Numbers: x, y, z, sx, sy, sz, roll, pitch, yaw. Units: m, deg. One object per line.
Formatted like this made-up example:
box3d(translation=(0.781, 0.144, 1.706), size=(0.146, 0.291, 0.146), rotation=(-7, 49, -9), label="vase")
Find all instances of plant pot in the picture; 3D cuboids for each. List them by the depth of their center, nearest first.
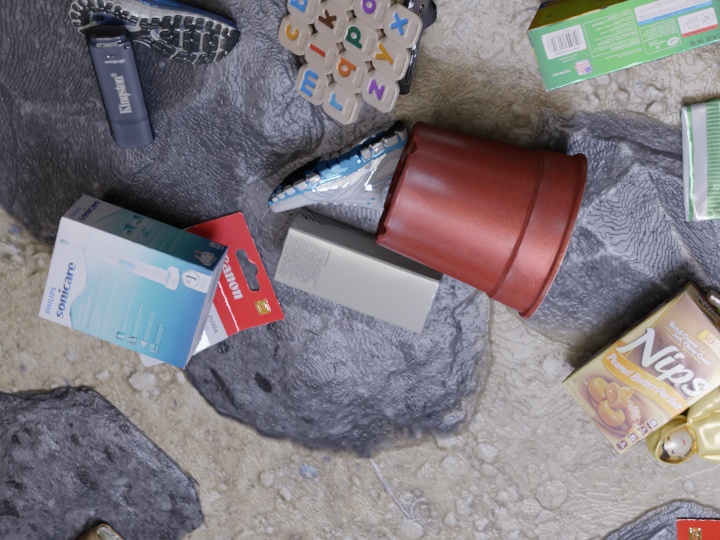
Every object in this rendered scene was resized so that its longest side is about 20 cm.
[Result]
box3d(translation=(0.129, -0.069, 1.537), size=(0.195, 0.201, 0.201), rotation=(18, 116, -3), label="plant pot")

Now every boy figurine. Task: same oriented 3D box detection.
box3d(translation=(0.447, 0.189, 1.645), size=(0.200, 0.064, 0.125), rotation=(-10, 113, 13), label="boy figurine")

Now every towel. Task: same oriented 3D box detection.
box3d(translation=(0.471, -0.129, 1.547), size=(0.200, 0.023, 0.153), rotation=(-3, 112, 14), label="towel")

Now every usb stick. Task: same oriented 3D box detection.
box3d(translation=(-0.286, -0.216, 1.615), size=(0.055, 0.033, 0.200), rotation=(1, 146, 2), label="usb stick")

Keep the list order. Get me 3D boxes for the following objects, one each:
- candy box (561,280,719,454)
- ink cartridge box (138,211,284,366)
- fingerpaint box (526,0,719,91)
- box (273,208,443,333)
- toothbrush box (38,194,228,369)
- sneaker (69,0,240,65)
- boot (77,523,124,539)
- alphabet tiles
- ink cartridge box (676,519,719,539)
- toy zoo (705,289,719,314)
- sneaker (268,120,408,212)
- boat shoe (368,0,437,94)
box3d(translation=(0.358, 0.119, 1.636), size=(0.200, 0.055, 0.115), rotation=(-42, 86, 27), label="candy box")
box3d(translation=(-0.220, 0.027, 1.752), size=(0.200, 0.050, 0.161), rotation=(-15, 109, 20), label="ink cartridge box")
box3d(translation=(0.290, -0.268, 1.446), size=(0.200, 0.167, 0.073), rotation=(-15, 107, 17), label="fingerpaint box")
box3d(translation=(0.000, 0.000, 1.680), size=(0.200, 0.068, 0.082), rotation=(21, 116, 2), label="box")
box3d(translation=(-0.284, 0.014, 1.689), size=(0.200, 0.085, 0.147), rotation=(19, 115, 0), label="toothbrush box")
box3d(translation=(-0.237, -0.308, 1.591), size=(0.200, 0.089, 0.079), rotation=(14, 138, -17), label="sneaker")
box3d(translation=(-0.395, 0.488, 1.979), size=(0.200, 0.066, 0.175), rotation=(-37, 102, 22), label="boot")
box3d(translation=(-0.013, -0.275, 1.544), size=(0.196, 0.015, 0.200), rotation=(36, 121, 31), label="alphabet tiles")
box3d(translation=(0.517, 0.402, 1.754), size=(0.200, 0.057, 0.163), rotation=(-3, 113, 9), label="ink cartridge box")
box3d(translation=(0.420, 0.134, 1.673), size=(0.131, 0.020, 0.200), rotation=(37, 115, -4), label="toy zoo")
box3d(translation=(-0.018, -0.101, 1.640), size=(0.200, 0.075, 0.087), rotation=(-22, 112, 20), label="sneaker")
box3d(translation=(0.055, -0.296, 1.545), size=(0.066, 0.072, 0.201), rotation=(10, 113, -18), label="boat shoe")
